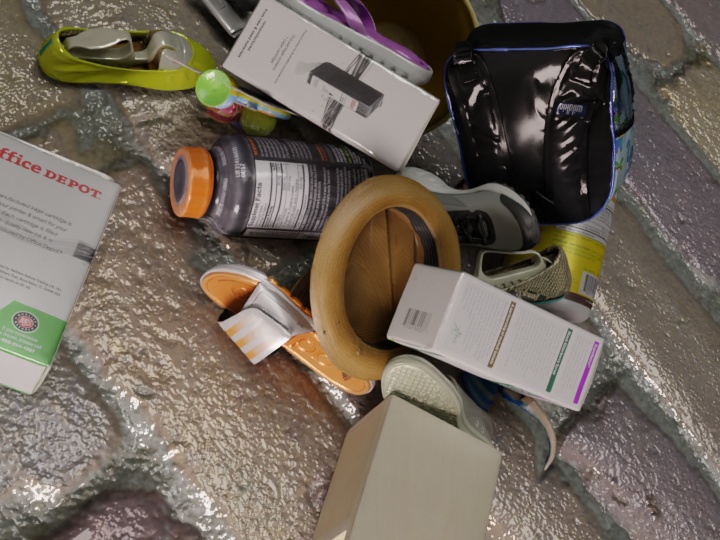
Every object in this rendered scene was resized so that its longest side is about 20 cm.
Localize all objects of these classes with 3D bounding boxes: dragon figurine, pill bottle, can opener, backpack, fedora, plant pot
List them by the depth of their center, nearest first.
[{"bbox_3d":[0.009,0.004,1.022,0.201,0.082,0.201,-10,107,-38],"label":"fedora"},{"bbox_3d":[0.196,-0.156,1.088,0.147,0.183,0.200,-49,135,-50],"label":"backpack"},{"bbox_3d":[-0.094,-0.086,1.093,0.200,0.106,0.106,3,64,-27],"label":"pill bottle"},{"bbox_3d":[0.153,0.117,1.144,0.059,0.099,0.200,-32,100,-34],"label":"dragon figurine"},{"bbox_3d":[0.030,-0.243,1.200,0.200,0.142,0.200,0,93,0],"label":"plant pot"},{"bbox_3d":[0.228,-0.047,1.202,0.109,0.109,0.200,17,81,-19],"label":"pill bottle"},{"bbox_3d":[-0.116,-0.270,1.208,0.053,0.066,0.200,-37,90,-38],"label":"can opener"}]

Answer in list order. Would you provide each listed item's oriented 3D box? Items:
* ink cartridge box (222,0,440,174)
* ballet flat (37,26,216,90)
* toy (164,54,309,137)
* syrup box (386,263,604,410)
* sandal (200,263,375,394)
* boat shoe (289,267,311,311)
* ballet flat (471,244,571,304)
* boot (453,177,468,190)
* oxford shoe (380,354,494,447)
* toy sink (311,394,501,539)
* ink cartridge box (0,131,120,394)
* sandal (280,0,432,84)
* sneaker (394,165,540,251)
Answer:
[{"bbox_3d":[-0.024,-0.184,1.058,0.200,0.144,0.084,32,97,-2],"label":"ink cartridge box"},{"bbox_3d":[-0.239,-0.231,1.116,0.200,0.067,0.067,-5,67,-30],"label":"ballet flat"},{"bbox_3d":[-0.126,-0.170,1.090,0.115,0.200,0.047,27,94,9],"label":"toy"},{"bbox_3d":[0.134,0.066,1.015,0.200,0.079,0.081,25,83,-32],"label":"syrup box"},{"bbox_3d":[-0.075,0.071,1.038,0.207,0.079,0.059,37,51,-9],"label":"sandal"},{"bbox_3d":[0.001,0.000,1.121,0.200,0.068,0.072,-33,83,-36],"label":"boat shoe"},{"bbox_3d":[0.124,0.014,1.098,0.200,0.075,0.068,-16,28,-8],"label":"ballet flat"},{"bbox_3d":[0.193,-0.098,1.274,0.200,0.075,0.107,-27,85,-36],"label":"boot"},{"bbox_3d":[0.079,0.134,1.053,0.200,0.075,0.058,49,39,-43],"label":"oxford shoe"},{"bbox_3d":[0.035,0.244,0.985,0.130,0.112,0.200,28,50,-12],"label":"toy sink"},{"bbox_3d":[-0.321,-0.011,0.947,0.146,0.084,0.200,24,56,-15],"label":"ink cartridge box"},{"bbox_3d":[-0.007,-0.263,1.088,0.203,0.050,0.082,30,17,-14],"label":"sandal"},{"bbox_3d":[0.096,-0.050,1.082,0.079,0.200,0.074,-42,131,-34],"label":"sneaker"}]
